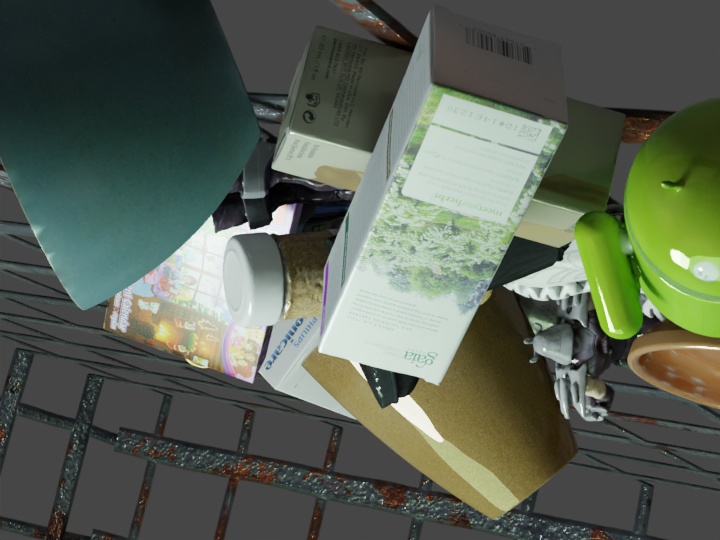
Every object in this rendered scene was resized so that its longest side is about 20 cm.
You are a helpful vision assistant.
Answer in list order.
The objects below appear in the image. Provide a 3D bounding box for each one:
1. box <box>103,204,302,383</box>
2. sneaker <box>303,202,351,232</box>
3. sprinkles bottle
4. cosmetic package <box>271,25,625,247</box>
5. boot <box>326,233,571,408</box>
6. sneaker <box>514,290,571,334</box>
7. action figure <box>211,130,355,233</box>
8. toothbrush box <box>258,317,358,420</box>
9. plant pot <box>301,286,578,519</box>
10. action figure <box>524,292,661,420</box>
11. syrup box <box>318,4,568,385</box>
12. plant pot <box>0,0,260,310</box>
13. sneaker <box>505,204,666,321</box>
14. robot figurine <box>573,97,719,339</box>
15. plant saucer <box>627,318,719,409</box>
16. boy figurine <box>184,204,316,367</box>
[{"bbox_3d":[-0.126,-0.014,1.317,0.136,0.039,0.201,19,128,5],"label":"box"},{"bbox_3d":[-0.026,-0.016,1.425,0.198,0.083,0.071,6,168,33],"label":"sneaker"},{"bbox_3d":[0.000,0.000,1.225,0.199,0.069,0.068,-5,177,-21],"label":"sprinkles bottle"},{"bbox_3d":[0.052,-0.079,1.019,0.199,0.072,0.105,15,169,-5],"label":"cosmetic package"},{"bbox_3d":[0.066,0.006,1.159,0.162,0.074,0.199,-23,144,-10],"label":"boot"},{"bbox_3d":[0.231,0.035,1.447,0.199,0.075,0.087,10,159,-18],"label":"sneaker"},{"bbox_3d":[-0.011,-0.067,1.189,0.198,0.070,0.130,1,164,-6],"label":"action figure"},{"bbox_3d":[-0.069,0.042,1.566,0.146,0.085,0.200,27,-167,-50],"label":"toothbrush box"},{"bbox_3d":[0.085,0.097,1.359,0.200,0.186,0.186,51,171,5],"label":"plant pot"},{"bbox_3d":[0.212,0.056,1.326,0.199,0.131,0.069,-2,-165,-32],"label":"action figure"},{"bbox_3d":[0.042,-0.037,0.927,0.078,0.082,0.201,15,129,-10],"label":"syrup box"},{"bbox_3d":[-0.135,-0.096,0.943,0.134,0.201,0.200,-22,169,-3],"label":"plant pot"},{"bbox_3d":[0.171,-0.019,1.225,0.199,0.075,0.081,9,150,33],"label":"sneaker"},{"bbox_3d":[0.212,-0.029,0.948,0.174,0.117,0.200,-15,163,6],"label":"robot figurine"},{"bbox_3d":[0.291,0.069,1.166,0.199,0.038,0.200,14,166,3],"label":"plant saucer"},{"bbox_3d":[-0.109,0.000,1.386,0.124,0.065,0.201,29,128,-2],"label":"boy figurine"}]
